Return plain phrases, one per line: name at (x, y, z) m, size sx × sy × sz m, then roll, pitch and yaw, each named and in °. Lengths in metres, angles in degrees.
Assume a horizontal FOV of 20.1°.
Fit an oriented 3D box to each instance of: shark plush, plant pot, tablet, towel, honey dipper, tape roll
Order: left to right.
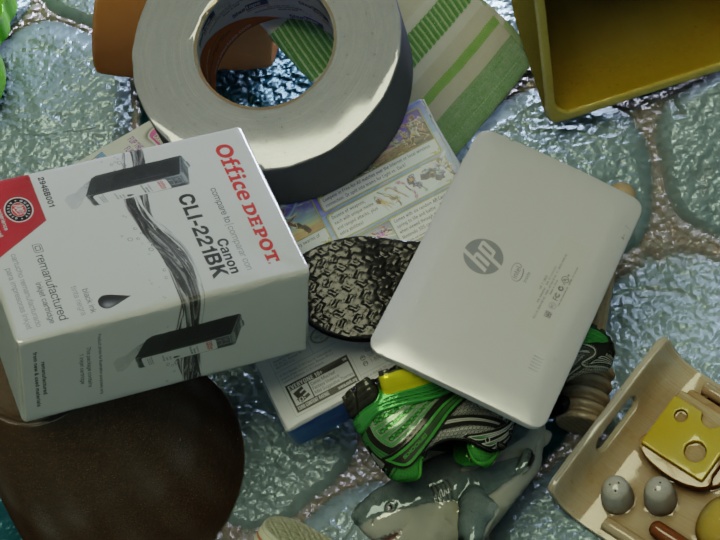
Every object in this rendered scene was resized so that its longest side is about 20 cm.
plant pot at (-0.196, 0.105, 1.452) m, size 0.185 × 0.200 × 0.188 m, roll -5°, pitch 62°, yaw 10°
plant pot at (-0.126, -0.243, 1.627) m, size 0.139 × 0.200 × 0.201 m, roll 12°, pitch 66°, yaw 1°
tape roll at (-0.063, -0.152, 1.480) m, size 0.199 × 0.066 × 0.202 m, roll -3°, pitch 69°, yaw 8°
towel at (0.026, -0.183, 1.580) m, size 0.200 × 0.023 × 0.153 m, roll 45°, pitch 77°, yaw -15°
shark plush at (0.085, 0.123, 1.423) m, size 0.083 × 0.091 × 0.200 m, roll 38°, pitch 82°, yaw 9°
tablet at (0.102, 0.002, 1.388) m, size 0.129 × 0.014 × 0.201 m, roll 25°, pitch 60°, yaw 6°
honey dipper at (0.177, 0.023, 1.501) m, size 0.038 × 0.038 × 0.201 m, roll 5°, pitch 64°, yaw 15°
plant pot at (0.195, -0.271, 1.559) m, size 0.193 × 0.196 × 0.201 m, roll -17°, pitch 48°, yaw -3°

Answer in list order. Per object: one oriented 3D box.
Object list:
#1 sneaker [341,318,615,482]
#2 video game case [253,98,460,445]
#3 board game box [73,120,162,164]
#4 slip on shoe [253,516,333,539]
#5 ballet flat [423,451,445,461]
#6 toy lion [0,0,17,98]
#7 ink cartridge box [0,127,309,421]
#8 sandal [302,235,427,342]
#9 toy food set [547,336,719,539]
sneaker at (0.088, 0.089, 1.400) m, size 0.199 × 0.078 × 0.086 m, roll -19°, pitch 82°, yaw -18°
video game case at (0.000, 0.000, 1.472) m, size 0.199 × 0.045 × 0.182 m, roll -27°, pitch 68°, yaw -1°
board game box at (-0.181, -0.045, 1.581) m, size 0.199 × 0.040 × 0.153 m, roll -30°, pitch 36°, yaw -3°
slip on shoe at (0.003, 0.247, 1.419) m, size 0.199 × 0.074 × 0.061 m, roll 31°, pitch 108°, yaw 18°
ballet flat at (0.092, 0.060, 1.497) m, size 0.064 × 0.067 × 0.201 m, roll 34°, pitch 74°, yaw -3°
toy lion at (-0.369, -0.197, 1.728) m, size 0.191 × 0.069 × 0.200 m, roll -36°, pitch 62°, yaw -15°
ink cartridge box at (-0.147, -0.001, 1.347) m, size 0.199 × 0.084 × 0.145 m, roll -13°, pitch 50°, yaw -18°
sandal at (0.045, 0.011, 1.418) m, size 0.198 × 0.045 × 0.076 m, roll -7°, pitch 73°, yaw -9°
toy food set at (0.250, 0.150, 1.407) m, size 0.199 × 0.060 × 0.144 m, roll 33°, pitch 75°, yaw 24°
